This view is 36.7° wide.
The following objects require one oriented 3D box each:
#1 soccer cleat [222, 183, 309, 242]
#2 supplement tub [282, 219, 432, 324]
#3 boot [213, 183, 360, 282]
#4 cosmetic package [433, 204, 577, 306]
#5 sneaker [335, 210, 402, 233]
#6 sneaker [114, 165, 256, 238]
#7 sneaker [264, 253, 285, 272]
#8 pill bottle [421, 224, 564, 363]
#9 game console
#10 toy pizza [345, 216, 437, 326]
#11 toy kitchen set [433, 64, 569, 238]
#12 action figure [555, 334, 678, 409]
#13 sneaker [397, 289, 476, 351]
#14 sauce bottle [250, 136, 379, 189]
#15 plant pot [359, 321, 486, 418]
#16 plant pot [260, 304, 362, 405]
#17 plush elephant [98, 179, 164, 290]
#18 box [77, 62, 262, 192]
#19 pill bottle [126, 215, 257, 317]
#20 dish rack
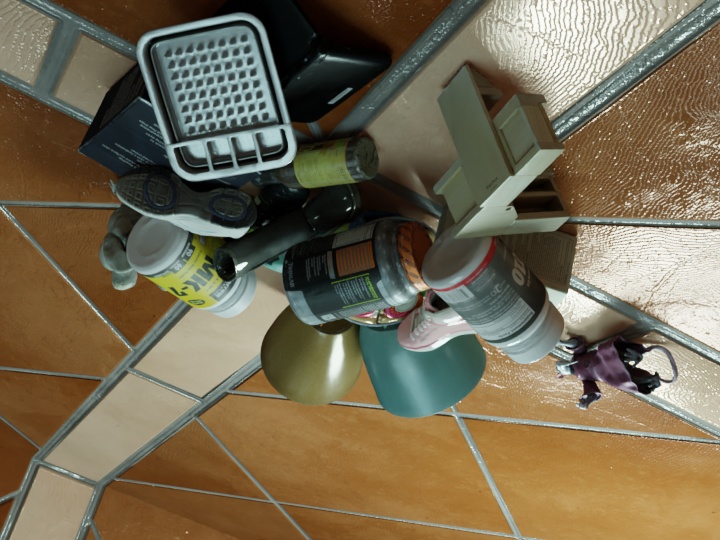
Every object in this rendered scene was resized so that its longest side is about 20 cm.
[{"bbox_3d":[-0.147,-0.087,1.684,0.067,0.081,0.200,32,147,-26],"label":"soccer cleat"},{"bbox_3d":[0.000,0.000,1.541,0.200,0.123,0.123,-13,141,23],"label":"supplement tub"},{"bbox_3d":[-0.111,-0.062,1.604,0.200,0.073,0.182,-19,163,-28],"label":"boot"},{"bbox_3d":[0.208,-0.023,1.594,0.200,0.104,0.073,19,150,-3],"label":"cosmetic package"},{"bbox_3d":[0.060,-0.029,1.685,0.200,0.076,0.105,25,149,-13],"label":"sneaker"},{"bbox_3d":[-0.246,-0.084,1.519,0.199,0.075,0.087,18,156,-3],"label":"sneaker"},{"bbox_3d":[-0.062,-0.006,1.768,0.200,0.078,0.140,25,180,33],"label":"sneaker"},{"bbox_3d":[0.186,0.032,1.492,0.114,0.114,0.200,-16,131,43],"label":"pill bottle"},{"bbox_3d":[-0.088,-0.282,1.390,0.176,0.117,0.200,-1,164,-36],"label":"game console"},{"bbox_3d":[0.041,0.009,1.655,0.200,0.032,0.201,-7,125,-11],"label":"toy pizza"},{"bbox_3d":[0.206,-0.165,1.383,0.180,0.164,0.200,-5,154,-32],"label":"toy kitchen set"},{"bbox_3d":[0.406,0.152,1.833,0.149,0.134,0.200,-17,-176,-33],"label":"action figure"},{"bbox_3d":[0.109,0.061,1.621,0.200,0.076,0.105,-18,144,42],"label":"sneaker"},{"bbox_3d":[-0.072,-0.150,1.558,0.200,0.065,0.065,-4,145,30],"label":"sauce bottle"},{"bbox_3d":[0.089,0.118,1.808,0.200,0.201,0.161,-4,129,32],"label":"plant pot"},{"bbox_3d":[-0.071,0.110,1.873,0.186,0.187,0.200,18,150,-2],"label":"plant pot"},{"bbox_3d":[-0.346,-0.039,1.771,0.164,0.155,0.200,-24,131,-9],"label":"plush elephant"},{"bbox_3d":[-0.252,-0.194,1.519,0.196,0.118,0.200,32,146,-26],"label":"box"},{"bbox_3d":[-0.255,-0.009,1.680,0.114,0.115,0.200,-5,152,33],"label":"pill bottle"},{"bbox_3d":[-0.175,-0.219,1.361,0.171,0.044,0.200,-8,116,14],"label":"dish rack"}]
